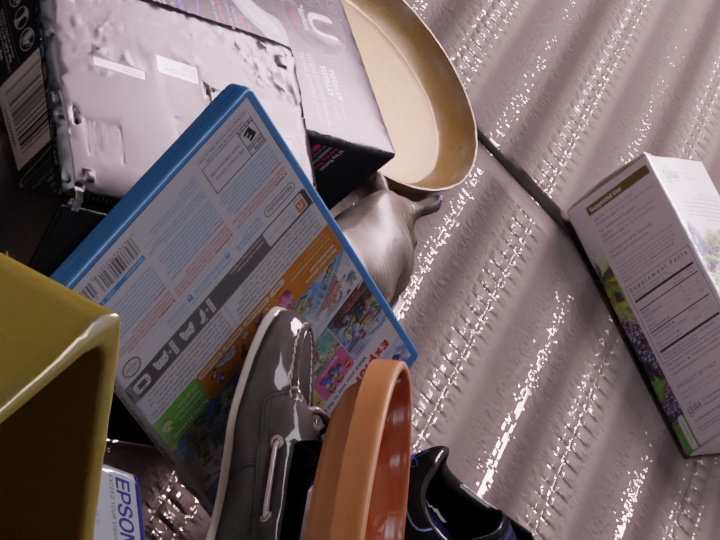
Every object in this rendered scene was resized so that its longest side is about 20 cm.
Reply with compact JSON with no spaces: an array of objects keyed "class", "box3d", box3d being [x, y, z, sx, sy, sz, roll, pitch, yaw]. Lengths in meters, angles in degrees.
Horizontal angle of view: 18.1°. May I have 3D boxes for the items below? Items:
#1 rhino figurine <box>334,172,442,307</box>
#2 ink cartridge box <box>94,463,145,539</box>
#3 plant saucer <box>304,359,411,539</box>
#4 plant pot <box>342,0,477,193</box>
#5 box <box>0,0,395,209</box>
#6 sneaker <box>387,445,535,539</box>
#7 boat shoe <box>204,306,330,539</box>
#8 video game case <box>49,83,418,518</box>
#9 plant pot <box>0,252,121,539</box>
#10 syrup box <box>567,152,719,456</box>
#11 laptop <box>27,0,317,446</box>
[{"class":"rhino figurine","box3d":[0.000,0.000,1.288,0.060,0.088,0.200,16,27,16]},{"class":"ink cartridge box","box3d":[-0.176,0.149,0.976,0.200,0.043,0.197,28,39,-38]},{"class":"plant saucer","box3d":[-0.004,0.142,1.093,0.032,0.201,0.201,6,38,6]},{"class":"plant pot","box3d":[-0.004,-0.129,1.482,0.200,0.027,0.201,33,36,-28]},{"class":"box","box3d":[-0.097,-0.103,1.262,0.199,0.106,0.123,13,49,-44]},{"class":"sneaker","box3d":[0.074,0.183,1.218,0.200,0.078,0.070,48,32,-6]},{"class":"boat shoe","box3d":[-0.040,0.114,1.070,0.067,0.057,0.201,71,30,-61]},{"class":"video game case","box3d":[-0.059,0.027,1.117,0.143,0.018,0.200,-49,131,-20]},{"class":"plant pot","box3d":[-0.229,0.075,0.815,0.200,0.195,0.195,35,50,18]},{"class":"syrup box","box3d":[0.232,0.022,1.573,0.079,0.081,0.201,4,55,-52]},{"class":"laptop","box3d":[-0.113,-0.026,1.139,0.177,0.103,0.201,14,58,-45]}]
